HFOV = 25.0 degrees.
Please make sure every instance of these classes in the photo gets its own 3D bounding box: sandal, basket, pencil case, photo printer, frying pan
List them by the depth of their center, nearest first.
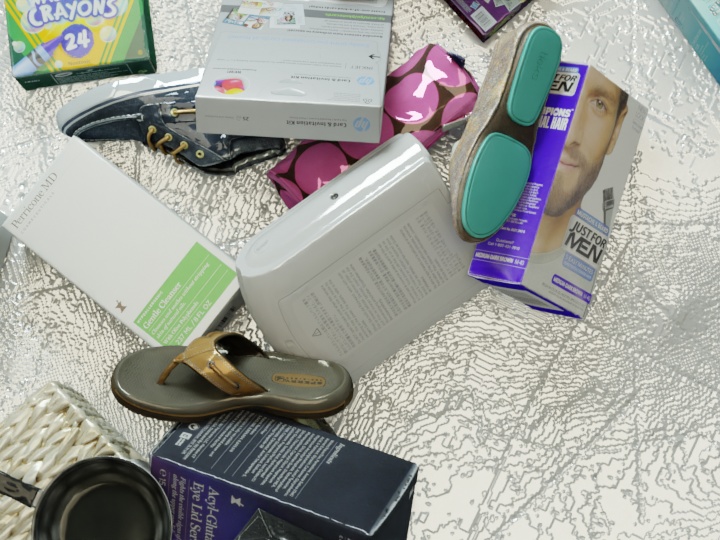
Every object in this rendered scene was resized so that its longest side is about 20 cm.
[{"bbox_3d":[-0.240,0.205,1.292,0.190,0.031,0.115,0,77,8],"label":"frying pan"},{"bbox_3d":[-0.103,0.083,1.337,0.200,0.055,0.082,4,38,-3],"label":"sandal"},{"bbox_3d":[-0.278,0.201,1.381,0.200,0.136,0.123,-41,79,-5],"label":"basket"},{"bbox_3d":[0.000,0.000,1.393,0.200,0.069,0.166,-36,127,-3],"label":"photo printer"},{"bbox_3d":[0.019,-0.112,1.435,0.200,0.091,0.094,-39,62,-1],"label":"pencil case"}]

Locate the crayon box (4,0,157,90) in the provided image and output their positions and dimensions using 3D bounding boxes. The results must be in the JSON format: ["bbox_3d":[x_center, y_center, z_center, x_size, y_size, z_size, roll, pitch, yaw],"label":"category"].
[{"bbox_3d":[-0.262,-0.275,1.486,0.125,0.052,0.200,-8,81,0],"label":"crayon box"}]

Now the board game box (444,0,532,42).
[{"bbox_3d":[0.091,-0.321,1.495,0.120,0.032,0.200,-41,83,-1],"label":"board game box"}]

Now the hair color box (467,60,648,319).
[{"bbox_3d":[0.174,-0.070,1.412,0.065,0.109,0.200,10,80,41],"label":"hair color box"}]

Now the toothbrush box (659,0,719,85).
[{"bbox_3d":[0.343,-0.274,1.453,0.146,0.085,0.200,-35,83,-2],"label":"toothbrush box"}]

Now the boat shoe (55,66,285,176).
[{"bbox_3d":[-0.168,-0.125,1.451,0.200,0.071,0.091,-13,78,-2],"label":"boat shoe"}]

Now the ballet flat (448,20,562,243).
[{"bbox_3d":[0.114,-0.115,1.371,0.068,0.067,0.200,30,78,-31],"label":"ballet flat"}]

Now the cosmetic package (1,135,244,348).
[{"bbox_3d":[-0.200,-0.014,1.432,0.200,0.085,0.108,37,88,5],"label":"cosmetic package"}]

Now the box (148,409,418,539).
[{"bbox_3d":[-0.066,0.211,1.336,0.200,0.104,0.148,17,123,18],"label":"box"}]

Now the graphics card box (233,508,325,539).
[{"bbox_3d":[-0.054,0.295,1.282,0.125,0.051,0.200,24,124,13],"label":"graphics card box"}]

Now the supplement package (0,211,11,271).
[{"bbox_3d":[-0.429,-0.009,1.402,0.200,0.152,0.151,15,83,4],"label":"supplement package"}]

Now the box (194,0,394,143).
[{"bbox_3d":[-0.052,-0.185,1.412,0.156,0.041,0.200,3,38,2],"label":"box"}]

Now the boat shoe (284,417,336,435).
[{"bbox_3d":[-0.033,0.174,1.408,0.073,0.065,0.200,-23,101,31],"label":"boat shoe"}]
